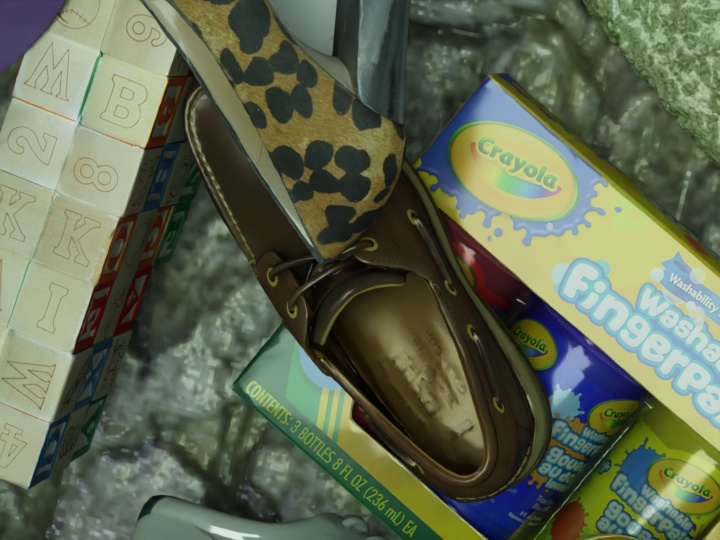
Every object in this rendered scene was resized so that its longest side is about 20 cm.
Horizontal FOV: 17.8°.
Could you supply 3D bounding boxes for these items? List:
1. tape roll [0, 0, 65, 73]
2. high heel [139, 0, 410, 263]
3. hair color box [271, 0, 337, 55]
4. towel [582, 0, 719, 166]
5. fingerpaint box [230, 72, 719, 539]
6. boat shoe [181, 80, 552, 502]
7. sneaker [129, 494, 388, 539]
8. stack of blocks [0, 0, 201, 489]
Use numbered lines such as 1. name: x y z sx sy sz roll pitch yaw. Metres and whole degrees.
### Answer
1. tape roll: -0.196 -0.161 0.871 0.199 0.066 0.202 1 92 24
2. high heel: -0.076 -0.072 0.798 0.199 0.071 0.143 2 106 -14
3. hair color box: -0.066 -0.176 0.909 0.199 0.064 0.111 31 101 4
4. towel: 0.154 -0.138 0.924 0.148 0.036 0.200 -37 88 11
5. fingerpaint box: 0.078 0.046 0.933 0.200 0.073 0.167 41 100 4
6. boat shoe: 0.000 0.001 0.873 0.072 0.068 0.200 -38 85 12
7. sneaker: -0.002 0.137 0.950 0.199 0.073 0.071 16 58 -13
8. stack of blocks: -0.112 -0.023 0.939 0.058 0.115 0.201 21 99 8
